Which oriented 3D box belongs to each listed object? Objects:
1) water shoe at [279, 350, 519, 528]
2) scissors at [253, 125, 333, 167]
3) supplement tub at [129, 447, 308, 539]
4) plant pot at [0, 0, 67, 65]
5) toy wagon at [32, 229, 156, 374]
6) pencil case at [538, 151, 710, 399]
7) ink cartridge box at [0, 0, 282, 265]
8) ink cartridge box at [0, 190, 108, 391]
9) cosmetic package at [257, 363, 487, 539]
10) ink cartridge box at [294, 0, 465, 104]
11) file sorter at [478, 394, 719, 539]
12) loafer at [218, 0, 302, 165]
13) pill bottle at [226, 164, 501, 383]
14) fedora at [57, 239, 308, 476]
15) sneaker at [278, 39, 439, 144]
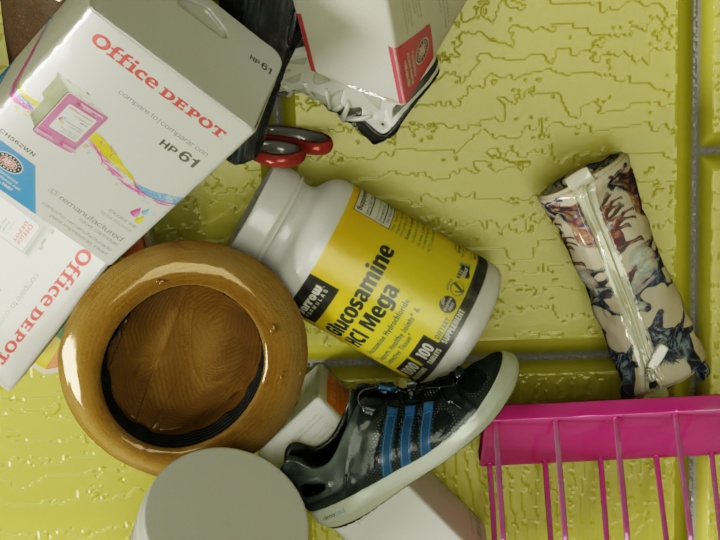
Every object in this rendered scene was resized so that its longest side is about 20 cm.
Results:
[{"bbox_3d":[0.028,0.114,1.450,0.200,0.072,0.079,-39,102,8],"label":"water shoe"},{"bbox_3d":[-0.121,-0.106,1.524,0.200,0.073,0.014,10,115,22],"label":"scissors"},{"bbox_3d":[-0.121,0.238,1.499,0.132,0.132,0.200,18,144,-5],"label":"supplement tub"},{"bbox_3d":[-0.195,-0.229,1.429,0.187,0.187,0.200,19,119,-5],"label":"plant pot"},{"bbox_3d":[-0.227,-0.018,1.537,0.155,0.040,0.200,32,101,-8],"label":"toy wagon"},{"bbox_3d":[0.207,0.004,1.520,0.078,0.089,0.200,-22,102,5],"label":"pencil case"},{"bbox_3d":[-0.172,-0.115,1.366,0.144,0.085,0.200,36,132,-17],"label":"ink cartridge box"},{"bbox_3d":[-0.297,-0.028,1.472,0.200,0.083,0.147,38,99,-8],"label":"ink cartridge box"},{"bbox_3d":[0.012,0.178,1.554,0.071,0.101,0.200,-43,101,9],"label":"cosmetic package"},{"bbox_3d":[0.035,-0.245,1.380,0.083,0.147,0.200,22,67,19],"label":"ink cartridge box"},{"bbox_3d":[0.198,0.179,1.512,0.200,0.139,0.126,-3,69,0],"label":"file sorter"},{"bbox_3d":[-0.071,-0.169,1.408,0.070,0.068,0.201,-13,128,-32],"label":"loafer"},{"bbox_3d":[0.000,0.000,1.505,0.200,0.112,0.112,29,102,-7],"label":"pill bottle"},{"bbox_3d":[-0.136,0.060,1.491,0.200,0.082,0.201,-1,111,-2],"label":"fedora"},{"bbox_3d":[-0.032,-0.140,1.490,0.200,0.076,0.115,-20,101,2],"label":"sneaker"}]
